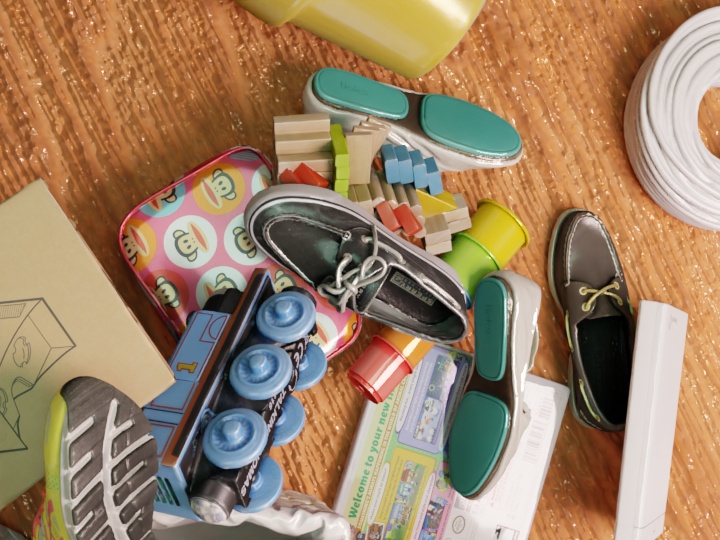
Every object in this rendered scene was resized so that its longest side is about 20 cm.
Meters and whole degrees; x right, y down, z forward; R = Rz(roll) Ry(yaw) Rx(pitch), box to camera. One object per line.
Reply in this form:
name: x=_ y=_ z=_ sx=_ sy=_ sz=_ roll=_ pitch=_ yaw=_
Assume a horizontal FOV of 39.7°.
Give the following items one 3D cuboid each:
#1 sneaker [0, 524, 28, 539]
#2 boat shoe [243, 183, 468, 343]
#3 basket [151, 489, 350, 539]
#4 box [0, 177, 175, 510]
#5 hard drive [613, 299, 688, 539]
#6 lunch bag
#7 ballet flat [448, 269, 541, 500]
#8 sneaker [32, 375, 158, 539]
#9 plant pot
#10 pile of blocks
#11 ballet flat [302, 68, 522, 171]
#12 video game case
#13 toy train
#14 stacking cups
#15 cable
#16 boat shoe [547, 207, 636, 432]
sneaker: x=-0.302 y=0.306 z=0.765 sx=0.129 sy=0.200 sz=0.079 roll=-44 pitch=135 yaw=5
boat shoe: x=-0.001 y=0.002 z=0.776 sx=0.197 sy=0.068 sz=0.074 roll=31 pitch=112 yaw=-20
basket: x=-0.120 y=0.271 z=0.795 sx=0.195 sy=0.161 sz=0.203 roll=8 pitch=87 yaw=-8
box: x=-0.244 y=0.064 z=0.649 sx=0.198 sy=0.021 sz=0.165 roll=-35 pitch=103 yaw=-9
hard drive: x=0.257 y=0.133 z=0.878 sx=0.026 sy=0.131 sz=0.205 roll=5 pitch=86 yaw=26
lunch bag: x=-0.091 y=0.000 z=0.847 sx=0.174 sy=0.082 sz=0.202 roll=-31 pitch=92 yaw=-9
ballet flat: x=0.124 y=0.100 z=0.861 sx=0.068 sy=0.069 sz=0.205 roll=5 pitch=100 yaw=-8
sneaker: x=-0.181 y=0.159 z=0.644 sx=0.089 sy=0.078 sz=0.204 roll=11 pitch=116 yaw=28
plant pot: x=0.006 y=-0.266 z=0.823 sx=0.187 sy=0.200 sz=0.203 roll=33 pitch=84 yaw=-21
pile of blocks: x=0.017 y=-0.068 z=0.811 sx=0.197 sy=0.063 sz=0.083 roll=16 pitch=123 yaw=-24
ballet flat: x=0.042 y=-0.122 z=0.877 sx=0.196 sy=0.069 sz=0.071 roll=15 pitch=86 yaw=-8
video game case: x=0.078 y=0.174 z=0.898 sx=0.179 sy=0.022 sz=0.204 roll=18 pitch=86 yaw=-8
toy train: x=-0.098 y=0.087 z=0.729 sx=0.112 sy=0.088 sz=0.202 roll=7 pitch=49 yaw=16
stacking cups: x=0.066 y=0.028 z=0.864 sx=0.060 sy=0.060 sz=0.200 roll=43 pitch=72 yaw=-5
cable: x=0.344 y=-0.138 z=0.926 sx=0.196 sy=0.069 sz=0.205 roll=9 pitch=86 yaw=-8
boat shoe: x=0.217 y=0.043 z=0.903 sx=0.070 sy=0.061 sz=0.206 roll=-8 pitch=89 yaw=-8
